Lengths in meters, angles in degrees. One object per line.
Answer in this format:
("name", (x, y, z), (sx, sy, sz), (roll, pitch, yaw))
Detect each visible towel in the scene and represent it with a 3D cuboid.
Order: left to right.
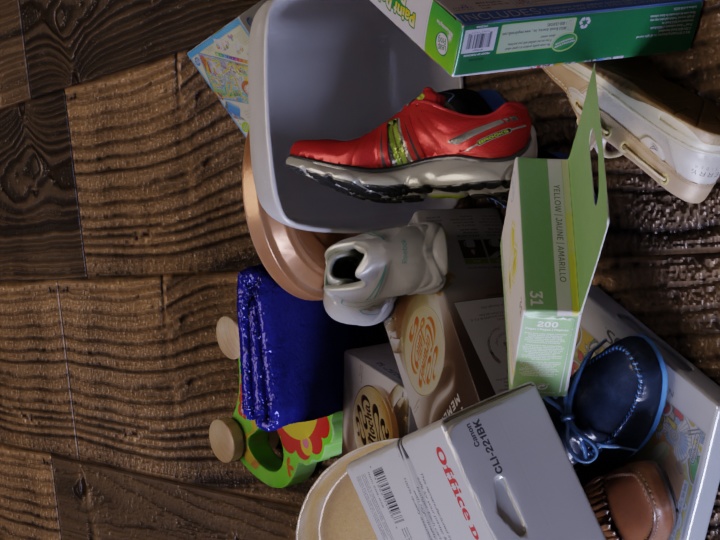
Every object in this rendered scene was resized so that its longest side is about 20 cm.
("towel", (-0.045, 0.060, 1.663), (0.049, 0.200, 0.148), (-6, 92, 31))

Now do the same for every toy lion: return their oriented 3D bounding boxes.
("toy lion", (-0.073, 0.135, 1.880), (0.192, 0.069, 0.200), (35, 128, 44))

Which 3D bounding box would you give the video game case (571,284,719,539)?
("video game case", (0.202, 0.140, 1.399), (0.182, 0.023, 0.200), (44, 134, 49))

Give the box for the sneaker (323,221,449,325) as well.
("sneaker", (0.000, 0.000, 1.510), (0.200, 0.080, 0.071), (146, 120, -65))

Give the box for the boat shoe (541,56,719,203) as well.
("boat shoe", (0.184, -0.111, 1.313), (0.200, 0.074, 0.069), (44, 128, 48))

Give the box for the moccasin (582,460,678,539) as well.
("moccasin", (0.165, 0.189, 1.373), (0.201, 0.078, 0.074), (-31, 71, 59))

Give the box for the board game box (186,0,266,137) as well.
("board game box", (-0.091, -0.177, 1.757), (0.135, 0.034, 0.200), (55, 163, -9))

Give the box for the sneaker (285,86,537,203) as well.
("sneaker", (0.041, -0.098, 1.427), (0.200, 0.077, 0.085), (0, 80, 19))

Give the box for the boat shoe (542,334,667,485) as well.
("boat shoe", (0.161, 0.124, 1.375), (0.084, 0.069, 0.200), (62, 145, 32))

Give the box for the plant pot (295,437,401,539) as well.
("plant pot", (0.045, 0.231, 1.576), (0.027, 0.200, 0.200), (-65, -21, -71))

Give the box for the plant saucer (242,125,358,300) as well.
("plant saucer", (-0.032, -0.074, 1.615), (0.032, 0.200, 0.201), (-1, 97, 33))

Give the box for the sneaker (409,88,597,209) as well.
("sneaker", (0.107, -0.079, 1.459), (0.200, 0.078, 0.070), (49, 136, 45))

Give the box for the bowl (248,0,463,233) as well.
("bowl", (-0.012, -0.131, 1.532), (0.075, 0.199, 0.200), (-1, 92, 56))

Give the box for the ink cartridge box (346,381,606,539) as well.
("ink cartridge box", (0.083, 0.177, 1.347), (0.145, 0.084, 0.200), (65, 156, 5))

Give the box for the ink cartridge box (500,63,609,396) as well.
("ink cartridge box", (0.133, -0.026, 1.292), (0.200, 0.048, 0.146), (93, 178, -52))

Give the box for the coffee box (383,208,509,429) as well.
("coffee box", (0.087, 0.062, 1.507), (0.114, 0.080, 0.200), (116, 145, -47))

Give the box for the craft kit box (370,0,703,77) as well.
("craft kit box", (0.103, -0.207, 1.307), (0.198, 0.200, 0.049), (52, 141, 44))

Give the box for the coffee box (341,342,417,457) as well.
("coffee box", (0.042, 0.175, 1.643), (0.113, 0.080, 0.200), (30, 122, 55))
